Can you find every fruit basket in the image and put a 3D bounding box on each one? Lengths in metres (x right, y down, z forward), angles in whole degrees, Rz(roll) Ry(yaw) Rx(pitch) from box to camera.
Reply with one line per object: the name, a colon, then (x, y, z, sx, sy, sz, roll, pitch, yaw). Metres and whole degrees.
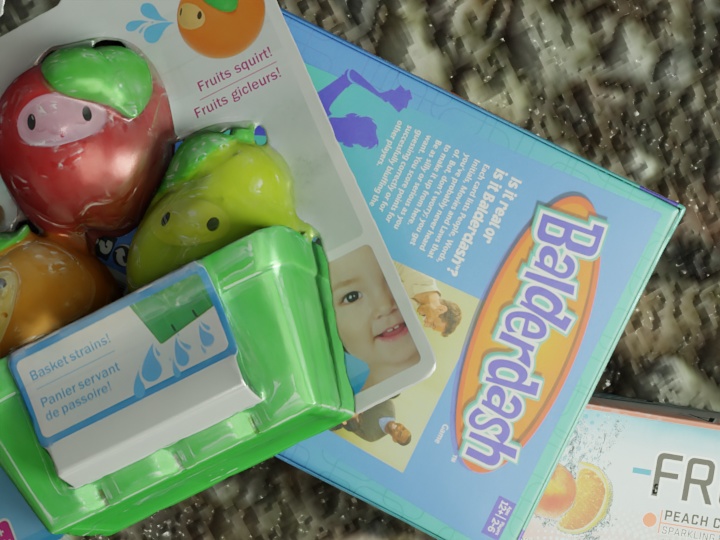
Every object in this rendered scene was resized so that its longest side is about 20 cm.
fruit basket: (-0.093, -0.016, 0.766, 0.184, 0.094, 0.201, -25, 84, 9)

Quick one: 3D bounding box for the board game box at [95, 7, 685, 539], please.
board game box: (0.000, 0.000, 0.822, 0.199, 0.045, 0.153, 27, 95, 6)

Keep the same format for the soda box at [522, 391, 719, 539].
soda box: (0.147, 0.090, 0.882, 0.199, 0.068, 0.064, 10, 92, -6)
